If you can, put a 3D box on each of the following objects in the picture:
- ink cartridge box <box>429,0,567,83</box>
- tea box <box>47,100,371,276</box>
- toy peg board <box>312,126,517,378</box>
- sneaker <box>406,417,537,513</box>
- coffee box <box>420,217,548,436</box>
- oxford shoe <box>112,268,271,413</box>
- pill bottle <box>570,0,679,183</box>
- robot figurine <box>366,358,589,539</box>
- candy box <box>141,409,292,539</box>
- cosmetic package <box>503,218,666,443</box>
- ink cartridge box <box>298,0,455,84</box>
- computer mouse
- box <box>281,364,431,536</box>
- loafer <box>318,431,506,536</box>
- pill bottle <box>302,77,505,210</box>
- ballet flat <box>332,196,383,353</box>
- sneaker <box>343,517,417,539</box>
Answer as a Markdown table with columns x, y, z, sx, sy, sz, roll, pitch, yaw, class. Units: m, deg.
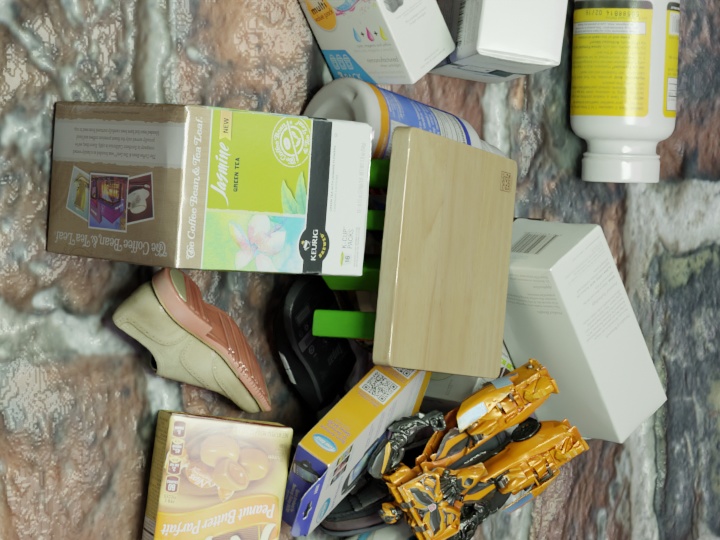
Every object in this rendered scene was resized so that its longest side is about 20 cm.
| x | y | z | sx | sy | sz | roll | pitch | yaw | class |
| --- | --- | --- | --- | --- | --- | --- | --- | --- | --- |
| 0.129 | -0.260 | 1.808 | 0.085 | 0.200 | 0.148 | 8 | 89 | -11 | ink cartridge box |
| -0.129 | -0.069 | 1.618 | 0.196 | 0.199 | 0.135 | 1 | 94 | -41 | tea box |
| 0.044 | -0.013 | 1.702 | 0.199 | 0.097 | 0.202 | 11 | 84 | -58 | toy peg board |
| 0.110 | 0.209 | 1.934 | 0.199 | 0.076 | 0.091 | -13 | 113 | -35 | sneaker |
| 0.130 | 0.052 | 1.905 | 0.080 | 0.114 | 0.201 | 35 | 72 | -37 | coffee box |
| -0.147 | 0.072 | 1.716 | 0.074 | 0.071 | 0.200 | -30 | 132 | 10 | oxford shoe |
| 0.275 | -0.193 | 2.007 | 0.111 | 0.111 | 0.202 | -1 | 94 | -40 | pill bottle |
| 0.104 | 0.176 | 1.774 | 0.199 | 0.058 | 0.146 | -33 | 113 | -8 | robot figurine |
| -0.133 | 0.231 | 1.715 | 0.115 | 0.055 | 0.202 | 8 | 88 | -18 | candy box |
| 0.198 | 0.058 | 1.819 | 0.081 | 0.112 | 0.201 | -40 | 119 | -30 | cosmetic package |
| -0.006 | -0.272 | 1.758 | 0.068 | 0.115 | 0.201 | -40 | 117 | -30 | ink cartridge box |
| -0.055 | 0.106 | 1.799 | 0.141 | 0.046 | 0.201 | -53 | 135 | -31 | computer mouse |
| -0.009 | 0.155 | 1.757 | 0.200 | 0.041 | 0.119 | -41 | 159 | -37 | box |
| 0.045 | 0.188 | 1.832 | 0.199 | 0.072 | 0.063 | -20 | 130 | -4 | loafer |
| 0.045 | -0.104 | 1.821 | 0.199 | 0.112 | 0.113 | 16 | 84 | -41 | pill bottle |
| 0.000 | 0.000 | 1.750 | 0.072 | 0.072 | 0.201 | -44 | 131 | -28 | ballet flat |
| -0.014 | 0.315 | 1.837 | 0.200 | 0.081 | 0.077 | -42 | 122 | -7 | sneaker |
